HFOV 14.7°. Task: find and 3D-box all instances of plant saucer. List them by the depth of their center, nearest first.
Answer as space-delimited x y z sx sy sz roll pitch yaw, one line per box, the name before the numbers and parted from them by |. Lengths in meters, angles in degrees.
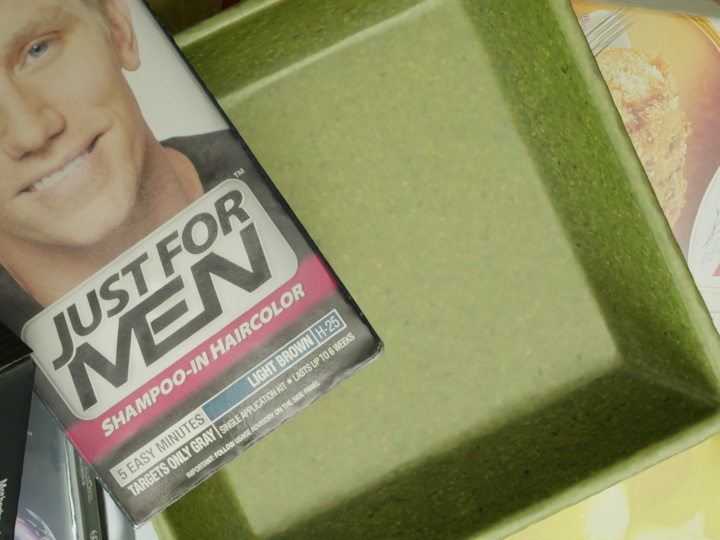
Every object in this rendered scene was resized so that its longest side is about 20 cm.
plant saucer | 0.000 0.000 0.941 0.199 0.048 0.201 -25 98 -3

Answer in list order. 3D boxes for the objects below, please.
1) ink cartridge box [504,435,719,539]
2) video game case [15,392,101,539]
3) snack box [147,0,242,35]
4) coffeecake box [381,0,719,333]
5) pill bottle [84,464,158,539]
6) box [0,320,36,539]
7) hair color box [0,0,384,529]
ink cartridge box | 0.101 0.163 1.166 0.197 0.047 0.200 -34 102 -5
video game case | -0.156 0.107 1.008 0.019 0.142 0.201 -50 145 -51
snack box | -0.125 -0.116 0.928 0.199 0.053 0.143 16 109 -32
coffeecake box | 0.067 -0.042 1.053 0.199 0.073 0.154 4 115 -28
pill bottle | -0.081 0.109 1.049 0.106 0.106 0.201 -15 123 -18
box | -0.179 0.058 0.909 0.044 0.160 0.201 -28 145 -36
hair color box | -0.090 -0.030 0.872 0.100 0.061 0.200 -36 99 -1
